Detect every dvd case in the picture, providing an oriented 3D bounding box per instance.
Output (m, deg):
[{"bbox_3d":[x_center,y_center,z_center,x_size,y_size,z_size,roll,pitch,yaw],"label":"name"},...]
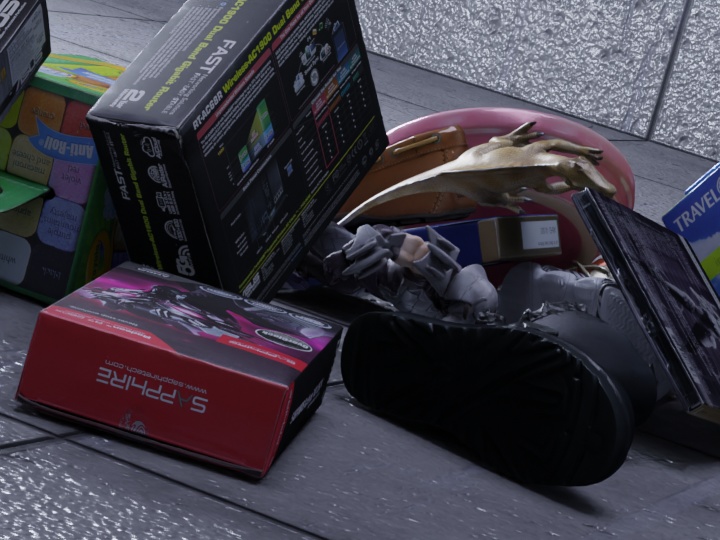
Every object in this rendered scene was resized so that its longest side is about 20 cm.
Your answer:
[{"bbox_3d":[0.196,0.030,1.720,0.149,0.016,0.200,63,17,19],"label":"dvd case"}]

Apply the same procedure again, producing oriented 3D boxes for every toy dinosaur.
[{"bbox_3d":[0.079,-0.062,1.790,0.200,0.058,0.101,-7,0,32],"label":"toy dinosaur"}]

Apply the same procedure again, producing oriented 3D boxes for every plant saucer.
[{"bbox_3d":[0.090,-0.038,1.963,0.200,0.051,0.201,1,-30,0],"label":"plant saucer"}]

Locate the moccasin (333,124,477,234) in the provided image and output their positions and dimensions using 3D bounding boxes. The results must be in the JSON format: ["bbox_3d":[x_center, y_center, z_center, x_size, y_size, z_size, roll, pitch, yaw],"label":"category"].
[{"bbox_3d":[-0.020,-0.060,1.892,0.201,0.078,0.074,-8,-1,33],"label":"moccasin"}]

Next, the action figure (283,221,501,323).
[{"bbox_3d":[0.000,0.000,1.697,0.200,0.069,0.130,19,-26,28],"label":"action figure"}]

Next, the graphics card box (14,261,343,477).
[{"bbox_3d":[-0.084,0.045,1.408,0.125,0.051,0.200,16,8,6],"label":"graphics card box"}]

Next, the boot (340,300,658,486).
[{"bbox_3d":[0.111,0.063,1.551,0.168,0.076,0.200,1,10,-45],"label":"boot"}]

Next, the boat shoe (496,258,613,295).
[{"bbox_3d":[0.163,0.022,1.957,0.200,0.063,0.071,6,15,-43],"label":"boat shoe"}]

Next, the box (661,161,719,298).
[{"bbox_3d":[0.276,-0.005,1.823,0.048,0.122,0.200,6,50,-46],"label":"box"}]

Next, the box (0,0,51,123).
[{"bbox_3d":[-0.281,-0.091,1.527,0.158,0.048,0.200,19,52,15],"label":"box"}]

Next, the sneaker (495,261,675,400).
[{"bbox_3d":[0.175,0.042,1.800,0.115,0.075,0.200,9,8,-25],"label":"sneaker"}]

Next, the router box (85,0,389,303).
[{"bbox_3d":[-0.065,-0.078,1.601,0.062,0.150,0.200,9,42,27],"label":"router box"}]

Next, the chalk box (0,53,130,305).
[{"bbox_3d":[-0.177,-0.056,1.632,0.125,0.124,0.200,19,9,22],"label":"chalk box"}]

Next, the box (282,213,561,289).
[{"bbox_3d":[0.017,-0.010,1.839,0.200,0.032,0.121,-6,0,23],"label":"box"}]
